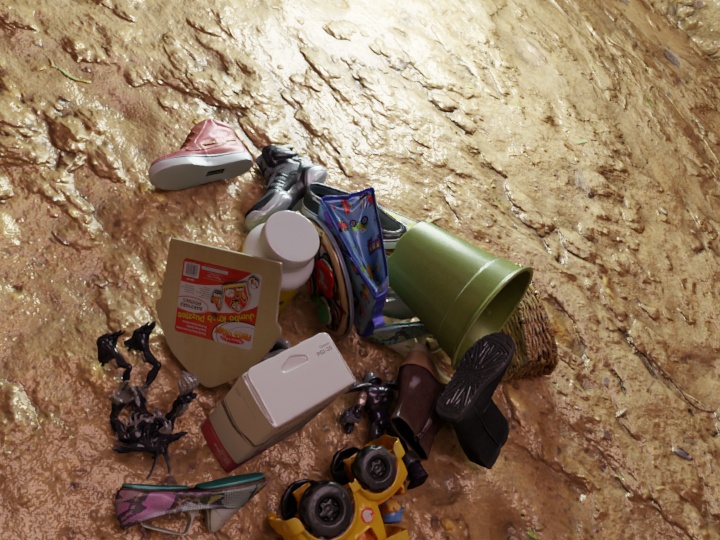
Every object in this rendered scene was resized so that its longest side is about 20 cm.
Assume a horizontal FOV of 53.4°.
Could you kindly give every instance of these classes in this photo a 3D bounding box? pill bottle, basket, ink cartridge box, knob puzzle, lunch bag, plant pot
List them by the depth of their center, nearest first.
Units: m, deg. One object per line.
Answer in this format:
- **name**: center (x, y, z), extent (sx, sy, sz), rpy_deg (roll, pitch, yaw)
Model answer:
- **ink cartridge box**: center (-0.117, 0.184, 0.989), extent (0.146, 0.200, 0.083), rpy_deg (-24, 75, -38)
- **knob puzzle**: center (-0.202, 0.068, 1.031), extent (0.220, 0.219, 0.030), rpy_deg (49, 15, 6)
- **pill bottle**: center (-0.139, -0.002, 1.092), extent (0.111, 0.200, 0.113), rpy_deg (14, 55, -21)
- **lunch bag**: center (0.000, 0.000, 1.120), extent (0.093, 0.151, 0.201), rpy_deg (-13, 64, -17)
- **plant pot**: center (0.143, 0.022, 1.155), extent (0.190, 0.201, 0.199), rpy_deg (39, 46, 23)
- **basket**: center (0.306, 0.090, 1.336), extent (0.148, 0.143, 0.202), rpy_deg (-2, 63, -30)

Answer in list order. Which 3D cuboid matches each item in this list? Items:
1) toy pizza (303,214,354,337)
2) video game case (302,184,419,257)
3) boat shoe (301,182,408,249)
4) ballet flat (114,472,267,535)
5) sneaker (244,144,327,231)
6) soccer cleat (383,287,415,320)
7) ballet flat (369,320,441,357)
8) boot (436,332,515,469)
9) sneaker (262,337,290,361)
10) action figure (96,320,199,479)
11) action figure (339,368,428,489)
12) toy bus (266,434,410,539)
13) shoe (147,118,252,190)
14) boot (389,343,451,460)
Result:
- **toy pizza**: center (-0.065, 0.012, 1.134), extent (0.031, 0.200, 0.202), rpy_deg (-17, 70, -21)
- **video game case**: center (-0.015, -0.059, 1.277), extent (0.198, 0.026, 0.181), rpy_deg (23, 50, 9)
- **boat shoe**: center (-0.004, -0.102, 1.245), extent (0.198, 0.068, 0.074), rpy_deg (24, 51, 1)
- **ballet flat**: center (-0.221, 0.311, 0.946), extent (0.198, 0.069, 0.072), rpy_deg (2, 78, -25)
- **sneaker**: center (-0.157, -0.149, 1.264), extent (0.114, 0.076, 0.200), rpy_deg (41, 53, 10)
- **soccer cleat**: center (0.044, 0.056, 1.257), extent (0.198, 0.078, 0.070), rpy_deg (0, 48, -9)
- **ballet flat**: center (0.100, 0.117, 1.252), extent (0.198, 0.074, 0.075), rpy_deg (-7, 65, -30)
- **boot**: center (0.207, 0.210, 1.138), extent (0.165, 0.200, 0.065), rpy_deg (-47, 45, -11)
- **sneaker**: center (-0.194, 0.093, 1.082), extent (0.199, 0.081, 0.076), rpy_deg (27, 53, -12)
- **action figure**: center (-0.288, 0.170, 0.964), extent (0.118, 0.102, 0.201), rpy_deg (-6, 62, -46)
- **action figure**: center (0.034, 0.247, 1.130), extent (0.129, 0.070, 0.201), rpy_deg (-4, 60, -24)
- **toy bus**: center (0.001, 0.353, 0.987), extent (0.199, 0.136, 0.193), rpy_deg (-31, 87, -25)
- **shoe**: center (-0.284, -0.200, 1.221), extent (0.199, 0.071, 0.091), rpy_deg (-17, 70, -42)
- **boot**: center (0.112, 0.234, 1.138), extent (0.201, 0.072, 0.167), rpy_deg (55, 35, -27)
